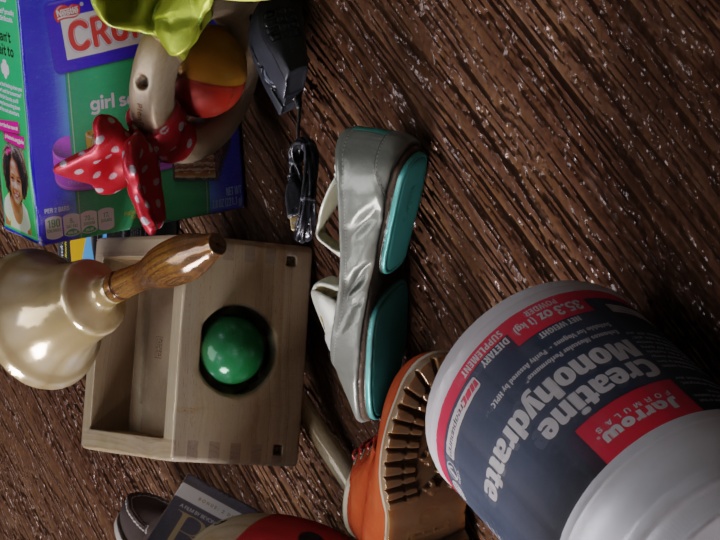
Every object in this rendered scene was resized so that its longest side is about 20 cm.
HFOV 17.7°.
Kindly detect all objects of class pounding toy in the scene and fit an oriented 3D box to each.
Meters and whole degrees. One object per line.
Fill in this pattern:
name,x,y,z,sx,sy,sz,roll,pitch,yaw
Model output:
pounding toy,-0.092,0.072,1.654,0.200,0.142,0.184,-1,85,60

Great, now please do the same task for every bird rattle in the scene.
bird rattle,-0.119,-0.127,1.585,0.113,0.163,0.200,10,105,33

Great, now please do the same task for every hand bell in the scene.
hand bell,-0.161,0.010,1.580,0.200,0.104,0.104,-20,82,44

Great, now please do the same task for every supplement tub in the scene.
supplement tub,0.137,0.108,1.196,0.200,0.140,0.140,46,138,47

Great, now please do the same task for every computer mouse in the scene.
computer mouse,-0.053,-0.105,1.534,0.059,0.034,0.200,112,156,-51

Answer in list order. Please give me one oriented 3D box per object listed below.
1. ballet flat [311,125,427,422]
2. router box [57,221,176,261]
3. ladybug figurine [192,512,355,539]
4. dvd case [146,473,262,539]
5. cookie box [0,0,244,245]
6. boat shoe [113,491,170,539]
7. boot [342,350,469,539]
ballet flat,0.000,0.000,1.490,0.064,0.067,0.200,17,115,21
router box,-0.198,-0.050,1.865,0.149,0.051,0.200,38,132,54
ladybug figurine,-0.038,0.231,1.551,0.200,0.136,0.072,26,156,17
dvd case,-0.106,0.257,1.595,0.149,0.200,0.016,27,158,11
cookie box,-0.178,-0.134,1.673,0.075,0.171,0.200,18,115,56
boat shoe,-0.129,0.220,1.818,0.200,0.072,0.060,36,125,48
boot,0.026,0.122,1.489,0.107,0.075,0.200,-128,36,-49
